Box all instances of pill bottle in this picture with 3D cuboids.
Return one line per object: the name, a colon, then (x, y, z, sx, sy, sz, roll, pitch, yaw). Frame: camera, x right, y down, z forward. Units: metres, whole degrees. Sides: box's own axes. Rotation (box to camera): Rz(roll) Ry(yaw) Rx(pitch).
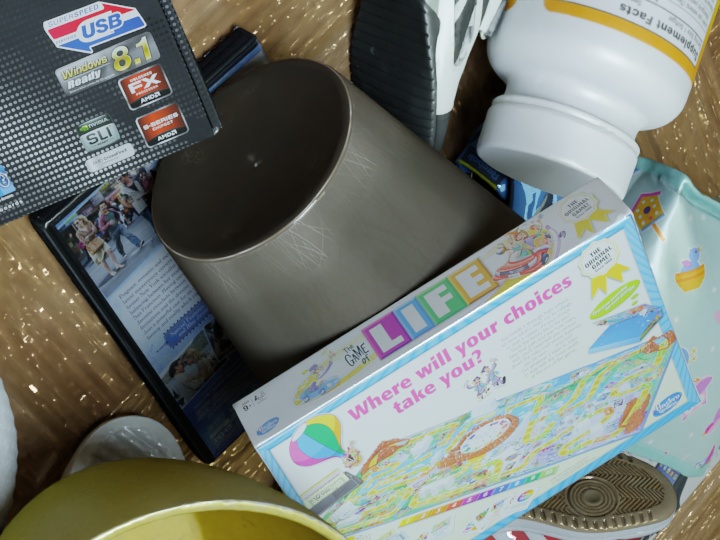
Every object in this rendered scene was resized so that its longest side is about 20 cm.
pill bottle: (0.131, -0.143, 0.876, 0.111, 0.110, 0.202, 27, 80, -48)

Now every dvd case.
dvd case: (-0.071, -0.006, 0.859, 0.143, 0.017, 0.201, -43, 136, -16)

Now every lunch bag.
lunch bag: (0.191, 0.032, 1.054, 0.199, 0.122, 0.172, 24, 93, -42)

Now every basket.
basket: (0.000, 0.000, 0.822, 0.180, 0.136, 0.200, -38, 133, 5)

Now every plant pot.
plant pot: (-0.098, 0.165, 0.755, 0.198, 0.142, 0.202, -8, 112, -21)

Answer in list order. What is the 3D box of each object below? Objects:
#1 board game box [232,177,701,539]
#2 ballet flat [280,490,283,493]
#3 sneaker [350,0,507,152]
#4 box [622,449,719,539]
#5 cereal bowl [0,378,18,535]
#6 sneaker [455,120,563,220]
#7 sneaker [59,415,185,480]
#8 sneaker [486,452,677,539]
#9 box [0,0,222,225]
board game box: (0.055, 0.063, 0.788, 0.199, 0.034, 0.135, -31, 129, -4)
ballet flat: (0.025, 0.087, 0.959, 0.200, 0.064, 0.075, -42, 118, 18)
sneaker: (0.047, -0.145, 0.850, 0.088, 0.074, 0.202, -17, 124, -33)
box: (0.180, 0.150, 1.172, 0.200, 0.041, 0.119, -45, 136, -11)
cereal bowl: (-0.233, 0.105, 0.724, 0.199, 0.083, 0.202, -23, 128, -33)
sneaker: (0.104, -0.081, 0.947, 0.078, 0.066, 0.202, 14, 103, -46)
sneaker: (-0.131, 0.176, 0.871, 0.078, 0.079, 0.203, 4, 86, -16)
sneaker: (0.097, 0.177, 1.041, 0.197, 0.072, 0.113, -5, 127, 1)
box: (-0.172, -0.087, 0.644, 0.198, 0.044, 0.161, -22, 132, -3)
